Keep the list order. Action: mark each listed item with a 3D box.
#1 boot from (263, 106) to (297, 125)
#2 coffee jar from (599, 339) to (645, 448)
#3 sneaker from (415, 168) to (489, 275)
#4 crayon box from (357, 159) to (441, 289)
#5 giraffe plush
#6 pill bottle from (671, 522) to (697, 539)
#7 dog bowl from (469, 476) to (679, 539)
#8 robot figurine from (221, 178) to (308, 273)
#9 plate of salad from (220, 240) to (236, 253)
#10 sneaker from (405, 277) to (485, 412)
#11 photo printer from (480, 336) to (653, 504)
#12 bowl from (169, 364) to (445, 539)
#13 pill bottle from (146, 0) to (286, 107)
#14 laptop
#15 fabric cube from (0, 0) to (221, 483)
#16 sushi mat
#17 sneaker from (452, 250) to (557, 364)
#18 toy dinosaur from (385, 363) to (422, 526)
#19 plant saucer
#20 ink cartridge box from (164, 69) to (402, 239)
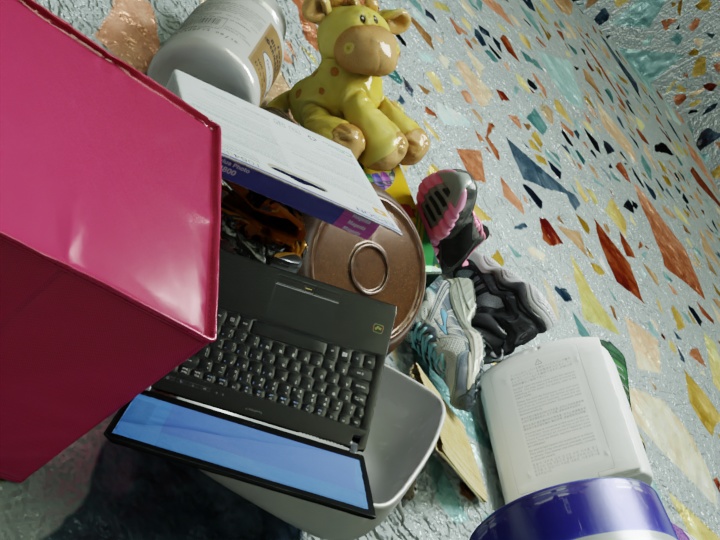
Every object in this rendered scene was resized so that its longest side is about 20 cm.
[{"bbox_3d":[-0.092,-0.094,0.994,0.097,0.075,0.201,12,52,-55],"label":"boot"},{"bbox_3d":[0.316,0.195,1.278,0.085,0.104,0.200,36,33,-26],"label":"coffee jar"},{"bbox_3d":[0.113,-0.055,1.129,0.095,0.200,0.079,-9,62,-17],"label":"sneaker"},{"bbox_3d":[0.001,-0.069,1.096,0.127,0.051,0.200,-1,58,-34],"label":"crayon box"},{"bbox_3d":[-0.005,-0.226,1.095,0.200,0.163,0.172,34,30,29],"label":"giraffe plush"},{"bbox_3d":[0.320,0.333,1.131,0.200,0.111,0.112,35,35,-34],"label":"pill bottle"},{"bbox_3d":[0.207,0.282,0.922,0.200,0.200,0.079,29,35,-39],"label":"dog bowl"},{"bbox_3d":[-0.129,-0.067,0.847,0.200,0.058,0.145,26,17,-19],"label":"robot figurine"},{"bbox_3d":[-0.152,-0.003,0.822,0.200,0.048,0.200,30,18,-11],"label":"plate of salad"},{"bbox_3d":[0.089,0.084,1.082,0.086,0.078,0.200,4,35,-5],"label":"sneaker"},{"bbox_3d":[0.230,0.175,1.109,0.069,0.166,0.200,56,19,-48],"label":"photo printer"},{"bbox_3d":[-0.045,0.130,0.774,0.199,0.075,0.200,26,26,10],"label":"bowl"},{"bbox_3d":[-0.142,-0.227,1.014,0.114,0.114,0.200,44,30,-19],"label":"pill bottle"},{"bbox_3d":[-0.063,0.066,0.670,0.177,0.103,0.200,18,60,-6],"label":"laptop"},{"bbox_3d":[-0.224,-0.022,0.589,0.200,0.199,0.197,33,36,-34],"label":"fabric cube"},{"bbox_3d":[0.094,0.173,0.984,0.200,0.012,0.096,54,15,-57],"label":"sushi mat"},{"bbox_3d":[0.149,0.048,1.209,0.076,0.114,0.200,56,-11,-32],"label":"sneaker"},{"bbox_3d":[-0.006,0.132,0.881,0.200,0.077,0.102,39,63,-2],"label":"toy dinosaur"},{"bbox_3d":[0.000,0.000,0.977,0.200,0.034,0.201,3,85,-40],"label":"plant saucer"},{"bbox_3d":[-0.077,-0.094,0.844,0.196,0.043,0.200,23,21,-24],"label":"ink cartridge box"}]
